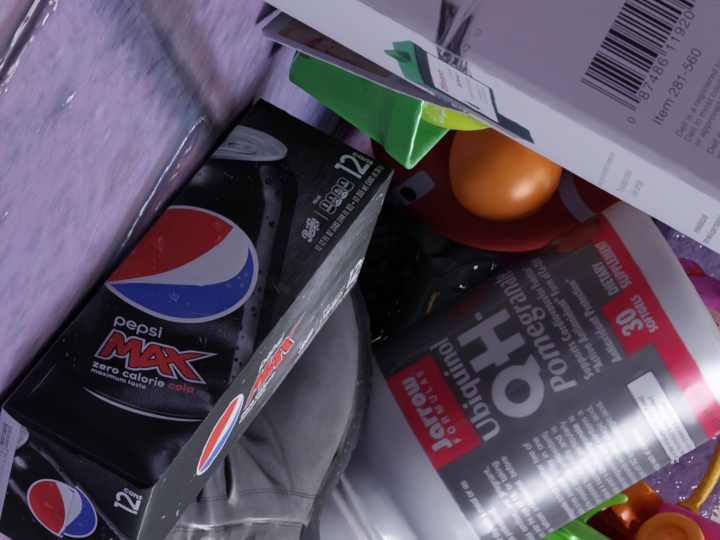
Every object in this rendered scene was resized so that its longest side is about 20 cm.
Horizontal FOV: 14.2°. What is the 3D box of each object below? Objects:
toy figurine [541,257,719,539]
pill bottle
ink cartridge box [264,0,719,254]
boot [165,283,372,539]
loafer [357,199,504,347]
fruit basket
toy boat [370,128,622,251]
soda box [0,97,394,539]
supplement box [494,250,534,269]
[{"bbox_3d":[0.154,0.064,1.372,0.184,0.200,0.150,-54,145,-9],"label":"toy figurine"},{"bbox_3d":[0.062,0.064,1.262,0.200,0.111,0.111,-31,171,2],"label":"pill bottle"},{"bbox_3d":[0.078,-0.119,1.001,0.146,0.200,0.084,-59,174,-8],"label":"ink cartridge box"},{"bbox_3d":[-0.059,0.063,1.177,0.132,0.070,0.201,33,57,-55],"label":"boot"},{"bbox_3d":[0.000,0.000,1.350,0.200,0.070,0.068,2,114,-66],"label":"loafer"},{"bbox_3d":[0.084,-0.091,1.124,0.185,0.200,0.094,-45,147,-60],"label":"fruit basket"},{"bbox_3d":[0.079,-0.068,1.271,0.200,0.131,0.131,-27,-165,46],"label":"toy boat"},{"bbox_3d":[-0.062,0.025,1.078,0.200,0.063,0.071,-54,168,-44],"label":"soda box"},{"bbox_3d":[0.085,0.060,1.496,0.200,0.103,0.131,-56,167,4],"label":"supplement box"}]
